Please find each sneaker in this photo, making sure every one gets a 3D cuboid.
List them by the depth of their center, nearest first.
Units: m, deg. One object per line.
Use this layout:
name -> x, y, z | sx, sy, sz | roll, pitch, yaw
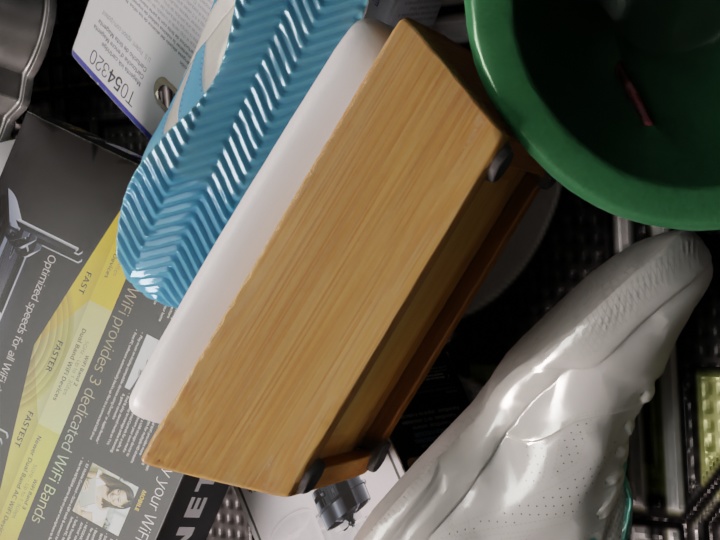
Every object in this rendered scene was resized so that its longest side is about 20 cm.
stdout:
sneaker -> 0.090, 0.073, 0.943 | 0.088, 0.075, 0.200 | 41, 104, -2
sneaker -> -0.045, -0.075, 0.994 | 0.076, 0.081, 0.201 | 26, 104, -5

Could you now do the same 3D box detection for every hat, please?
hat -> 0.118, -0.131, 0.922 | 0.165, 0.176, 0.200 | -38, 102, 12

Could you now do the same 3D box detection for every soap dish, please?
soap dish -> 0.000, 0.000, 0.931 | 0.081, 0.157, 0.201 | 32, 97, 13

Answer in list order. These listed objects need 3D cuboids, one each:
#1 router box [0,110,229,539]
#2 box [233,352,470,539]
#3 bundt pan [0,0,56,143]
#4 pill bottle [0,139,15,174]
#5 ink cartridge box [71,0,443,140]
router box -> -0.125, 0.046, 1.072 | 0.157, 0.052, 0.201 | 26, 94, 25
box -> 0.025, 0.153, 1.032 | 0.117, 0.060, 0.201 | -42, 64, 41
bundt pan -> -0.242, -0.143, 1.234 | 0.202, 0.075, 0.203 | -26, 57, 48
pill bottle -> -0.160, 0.040, 1.182 | 0.114, 0.114, 0.201 | -38, 66, 42
ink cartridge box -> -0.048, -0.137, 1.093 | 0.196, 0.043, 0.201 | 46, 128, 32
